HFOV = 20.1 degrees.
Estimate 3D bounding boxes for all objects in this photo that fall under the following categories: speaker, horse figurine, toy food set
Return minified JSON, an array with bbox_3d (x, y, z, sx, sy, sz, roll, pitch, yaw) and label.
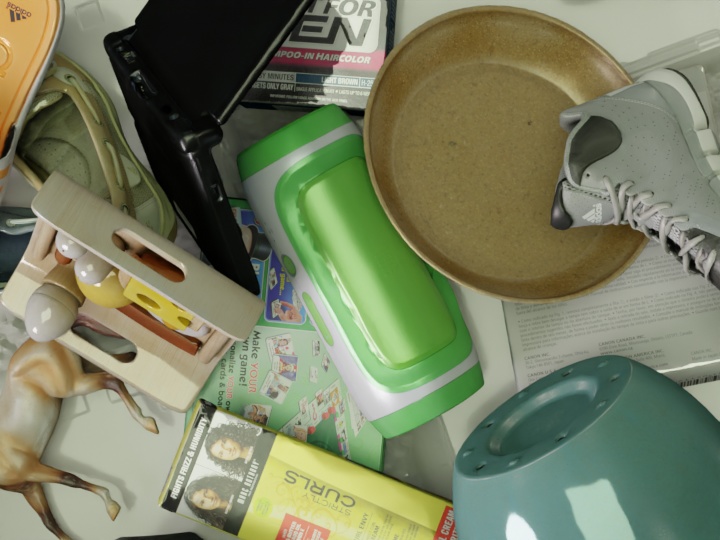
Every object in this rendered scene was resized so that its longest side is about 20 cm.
[{"bbox_3d":[0.000,0.000,1.274,0.088,0.088,0.201,-28,92,4],"label":"speaker"},{"bbox_3d":[-0.201,0.098,1.341,0.132,0.050,0.201,28,94,-1],"label":"horse figurine"},{"bbox_3d":[-0.145,0.023,1.219,0.143,0.200,0.061,32,70,-5],"label":"toy food set"}]

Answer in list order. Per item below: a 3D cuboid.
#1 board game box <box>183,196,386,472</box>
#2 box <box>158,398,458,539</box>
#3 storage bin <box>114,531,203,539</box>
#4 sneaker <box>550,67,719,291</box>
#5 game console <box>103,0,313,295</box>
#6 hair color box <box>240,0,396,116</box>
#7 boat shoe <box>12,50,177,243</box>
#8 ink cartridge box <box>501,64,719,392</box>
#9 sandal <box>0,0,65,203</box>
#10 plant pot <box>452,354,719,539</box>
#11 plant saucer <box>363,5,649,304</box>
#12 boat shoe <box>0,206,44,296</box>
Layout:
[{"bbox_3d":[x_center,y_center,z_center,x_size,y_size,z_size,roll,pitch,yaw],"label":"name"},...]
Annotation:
[{"bbox_3d":[-0.045,0.057,1.337,0.133,0.029,0.202,6,91,4],"label":"board game box"},{"bbox_3d":[-0.025,0.152,1.291,0.199,0.050,0.076,23,88,-6],"label":"box"},{"bbox_3d":[-0.099,0.229,1.268,0.134,0.200,0.146,39,93,13],"label":"storage bin"},{"bbox_3d":[0.176,-0.025,1.223,0.115,0.075,0.201,-16,57,-14],"label":"sneaker"},{"bbox_3d":[-0.076,-0.108,1.242,0.116,0.200,0.177,-24,119,-9],"label":"game console"},{"bbox_3d":[-0.024,-0.204,1.317,0.099,0.061,0.202,4,90,4],"label":"hair color box"},{"bbox_3d":[-0.193,-0.082,1.303,0.073,0.063,0.201,-41,64,11],"label":"boat shoe"},{"bbox_3d":[0.166,-0.019,1.320,0.160,0.050,0.202,-11,71,5],"label":"ink cartridge box"},{"bbox_3d":[-0.249,-0.093,1.260,0.079,0.059,0.208,24,105,0],"label":"sandal"},{"bbox_3d":[0.147,0.150,1.219,0.200,0.201,0.162,-32,103,4],"label":"plant pot"},{"bbox_3d":[0.093,-0.069,1.275,0.199,0.035,0.202,6,69,-15],"label":"plant saucer"},{"bbox_3d":[-0.271,-0.014,1.338,0.198,0.062,0.073,2,92,5],"label":"boat shoe"}]
